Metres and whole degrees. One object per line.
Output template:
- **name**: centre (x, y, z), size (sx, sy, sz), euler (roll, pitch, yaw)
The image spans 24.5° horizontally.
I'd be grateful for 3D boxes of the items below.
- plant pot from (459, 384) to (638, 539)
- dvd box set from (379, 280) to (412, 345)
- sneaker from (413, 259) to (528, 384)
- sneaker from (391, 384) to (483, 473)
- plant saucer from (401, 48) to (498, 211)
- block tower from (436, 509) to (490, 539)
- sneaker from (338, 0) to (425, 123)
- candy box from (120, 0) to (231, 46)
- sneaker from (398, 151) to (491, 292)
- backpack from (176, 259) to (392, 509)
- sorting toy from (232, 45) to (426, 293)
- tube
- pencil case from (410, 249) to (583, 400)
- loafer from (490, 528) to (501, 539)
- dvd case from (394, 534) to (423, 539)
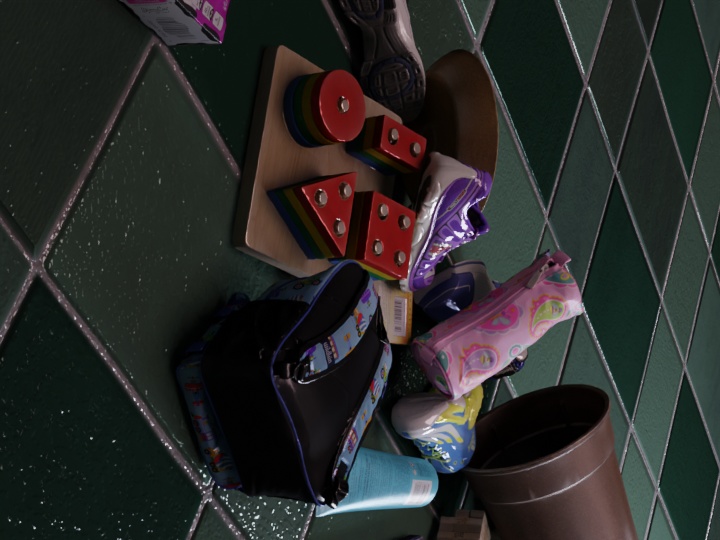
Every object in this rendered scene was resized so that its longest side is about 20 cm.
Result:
- **plant pot**: centre (0.232, 0.272, 1.971), size (0.200, 0.198, 0.200), euler (-44, 117, -54)
- **dvd box set**: centre (0.000, 0.000, 1.730), size (0.199, 0.029, 0.148), euler (9, 81, -62)
- **sneaker**: centre (0.143, 0.064, 1.915), size (0.199, 0.080, 0.116), euler (25, 38, -61)
- **sneaker**: centre (0.093, 0.186, 1.872), size (0.199, 0.075, 0.107), euler (-17, 106, -63)
- **plant saucer**: centre (0.086, -0.137, 1.778), size (0.035, 0.200, 0.203), euler (2, 89, -24)
- **block tower**: centre (0.108, 0.375, 1.896), size (0.058, 0.053, 0.202), euler (72, 25, -47)
- **sneaker**: centre (0.032, -0.251, 1.749), size (0.087, 0.074, 0.202), euler (-70, 152, -54)
- **candy box**: centre (-0.170, -0.291, 1.358), size (0.200, 0.060, 0.138), euler (39, 57, -56)
- **sneaker**: centre (0.087, -0.038, 1.713), size (0.201, 0.082, 0.081), euler (110, -9, -56)
- **backpack**: centre (-0.056, 0.089, 1.511), size (0.201, 0.133, 0.184), euler (-56, 138, -46)
- **sorting toy**: centre (-0.019, -0.091, 1.604), size (0.198, 0.069, 0.203), euler (25, 68, -46)
- **tube**: centre (0.012, 0.219, 1.734), size (0.199, 0.050, 0.079), euler (16, 72, -57)
- **pencil case**: centre (0.153, 0.058, 1.820), size (0.199, 0.087, 0.088), euler (-34, 129, -12)
- **loafer**: centre (0.233, 0.346, 2.130), size (0.068, 0.076, 0.199), euler (-50, 153, 11)
- **dvd case**: centre (0.018, 0.375, 1.784), size (0.199, 0.024, 0.153), euler (-1, 92, -63)
